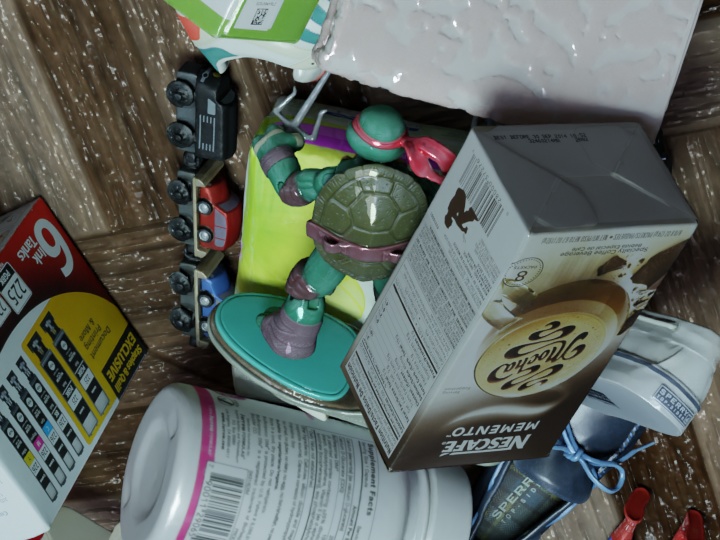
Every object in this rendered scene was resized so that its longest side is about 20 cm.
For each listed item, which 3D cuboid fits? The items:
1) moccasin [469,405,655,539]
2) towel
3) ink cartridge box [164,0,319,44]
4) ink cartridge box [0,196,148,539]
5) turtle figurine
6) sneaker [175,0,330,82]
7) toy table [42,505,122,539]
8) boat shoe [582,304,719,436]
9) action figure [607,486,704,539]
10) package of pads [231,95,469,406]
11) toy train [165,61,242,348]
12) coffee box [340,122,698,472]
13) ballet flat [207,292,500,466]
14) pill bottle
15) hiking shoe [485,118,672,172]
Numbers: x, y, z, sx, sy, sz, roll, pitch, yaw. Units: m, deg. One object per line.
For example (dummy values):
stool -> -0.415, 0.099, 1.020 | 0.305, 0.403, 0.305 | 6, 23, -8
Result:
moccasin -> 0.129, 0.122, 1.552 | 0.080, 0.068, 0.200 | 29, 123, -3
towel -> 0.092, -0.172, 1.317 | 0.199, 0.032, 0.192 | 14, 100, -19
ink cartridge box -> -0.058, -0.238, 1.270 | 0.148, 0.076, 0.200 | 39, 112, 26
ink cartridge box -> -0.215, 0.084, 1.548 | 0.084, 0.200, 0.176 | -23, 113, 27
turtle figurine -> 0.004, -0.037, 1.396 | 0.149, 0.101, 0.201 | 16, 126, 6
sneaker -> -0.015, -0.160, 1.419 | 0.199, 0.070, 0.094 | -7, 127, 23
toy table -> -0.136, 0.229, 1.635 | 0.117, 0.184, 0.201 | -2, 125, -32
boat shoe -> 0.145, 0.043, 1.448 | 0.074, 0.200, 0.065 | 43, 80, -31
action figure -> 0.154, 0.245, 1.611 | 0.065, 0.099, 0.200 | 24, 128, 1
package of pads -> 0.000, 0.000, 1.512 | 0.154, 0.068, 0.201 | 11, 124, 9
toy train -> -0.094, -0.036, 1.535 | 0.046, 0.034, 0.201 | 12, 124, 16
coffee box -> 0.083, 0.016, 1.351 | 0.113, 0.080, 0.200 | -4, 141, -30
ballet flat -> 0.001, 0.072, 1.481 | 0.199, 0.068, 0.064 | 17, 143, 5
pill bottle -> -0.039, 0.145, 1.541 | 0.199, 0.114, 0.114 | 15, 128, -21
hiking shoe -> 0.120, -0.080, 1.437 | 0.086, 0.074, 0.201 | 10, 132, 42
